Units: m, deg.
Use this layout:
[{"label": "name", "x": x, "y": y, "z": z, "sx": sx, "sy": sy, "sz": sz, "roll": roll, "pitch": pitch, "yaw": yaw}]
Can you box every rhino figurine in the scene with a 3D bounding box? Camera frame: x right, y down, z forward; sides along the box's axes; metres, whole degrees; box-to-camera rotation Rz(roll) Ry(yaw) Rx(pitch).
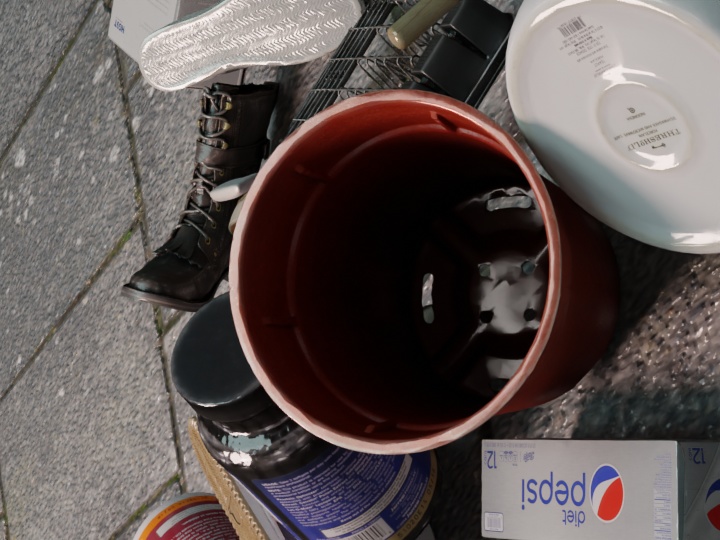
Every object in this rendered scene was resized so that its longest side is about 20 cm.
[{"label": "rhino figurine", "x": 0.055, "y": 0.064, "z": 1.303, "sx": 0.200, "sy": 0.060, "sz": 0.088, "roll": 144, "pitch": 122, "yaw": -62}]

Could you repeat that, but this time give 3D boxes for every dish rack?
[{"label": "dish rack", "x": 0.019, "y": -0.128, "z": 1.335, "sx": 0.154, "sy": 0.054, "sz": 0.200, "roll": -57, "pitch": 23, "yaw": -7}]

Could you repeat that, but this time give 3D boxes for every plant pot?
[{"label": "plant pot", "x": 0.056, "y": 0.008, "z": 1.120, "sx": 0.200, "sy": 0.195, "sz": 0.202, "roll": -2, "pitch": 84, "yaw": 25}]

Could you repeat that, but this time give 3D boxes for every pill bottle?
[{"label": "pill bottle", "x": -0.035, "y": 0.100, "z": 1.206, "sx": 0.111, "sy": 0.200, "sz": 0.112, "roll": -16, "pitch": 49, "yaw": 20}, {"label": "pill bottle", "x": -0.103, "y": 0.266, "z": 1.520, "sx": 0.200, "sy": 0.113, "sz": 0.113, "roll": 33, "pitch": 117, "yaw": 57}]

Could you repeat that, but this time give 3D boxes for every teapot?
[{"label": "teapot", "x": 0.182, "y": -0.115, "z": 1.005, "sx": 0.199, "sy": 0.146, "sz": 0.198, "roll": 23, "pitch": 141, "yaw": 24}]

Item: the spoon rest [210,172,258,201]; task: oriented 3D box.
[{"label": "spoon rest", "x": -0.034, "y": 0.009, "z": 1.412, "sx": 0.099, "sy": 0.061, "sz": 0.200, "roll": -9, "pitch": 116, "yaw": 54}]

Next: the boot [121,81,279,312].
[{"label": "boot", "x": -0.128, "y": -0.068, "z": 1.542, "sx": 0.069, "sy": 0.200, "sz": 0.175, "roll": 15, "pitch": 110, "yaw": 18}]

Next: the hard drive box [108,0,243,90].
[{"label": "hard drive box", "x": -0.151, "y": -0.278, "z": 1.682, "sx": 0.156, "sy": 0.077, "sz": 0.201, "roll": 42, "pitch": 124, "yaw": 54}]

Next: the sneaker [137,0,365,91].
[{"label": "sneaker", "x": -0.072, "y": -0.204, "z": 1.535, "sx": 0.199, "sy": 0.116, "sz": 0.074, "roll": -11, "pitch": 104, "yaw": 26}]

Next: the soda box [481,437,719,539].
[{"label": "soda box", "x": 0.152, "y": 0.131, "z": 1.115, "sx": 0.200, "sy": 0.068, "sz": 0.064, "roll": -9, "pitch": 79, "yaw": 60}]

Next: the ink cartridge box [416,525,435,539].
[{"label": "ink cartridge box", "x": 0.005, "y": 0.186, "z": 1.357, "sx": 0.163, "sy": 0.057, "sz": 0.200, "roll": 103, "pitch": 149, "yaw": -53}]

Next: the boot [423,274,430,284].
[{"label": "boot", "x": 0.000, "y": 0.000, "z": 1.329, "sx": 0.200, "sy": 0.073, "sz": 0.090, "roll": -47, "pitch": 22, "yaw": -12}]

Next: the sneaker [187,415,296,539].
[{"label": "sneaker", "x": -0.041, "y": 0.177, "z": 1.433, "sx": 0.200, "sy": 0.108, "sz": 0.070, "roll": 59, "pitch": 157, "yaw": 23}]

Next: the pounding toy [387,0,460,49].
[{"label": "pounding toy", "x": 0.119, "y": -0.235, "z": 1.079, "sx": 0.142, "sy": 0.183, "sz": 0.201, "roll": -25, "pitch": 67, "yaw": 58}]

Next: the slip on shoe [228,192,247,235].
[{"label": "slip on shoe", "x": -0.031, "y": -0.059, "z": 1.469, "sx": 0.200, "sy": 0.076, "sz": 0.061, "roll": -20, "pitch": 39, "yaw": 57}]
